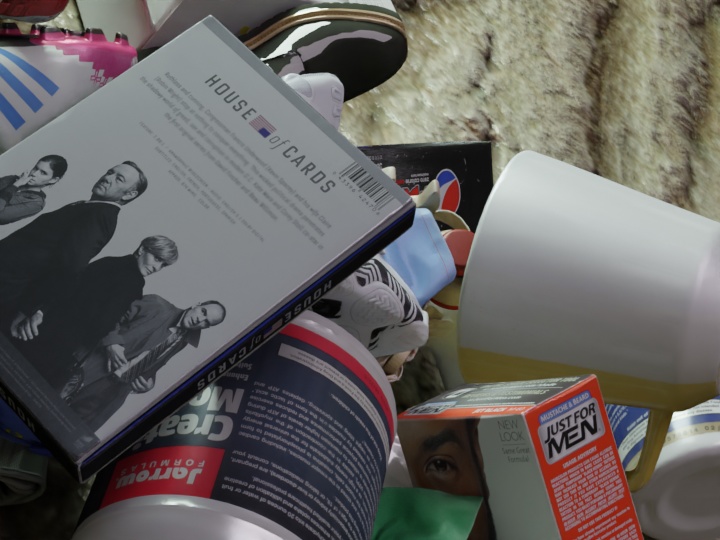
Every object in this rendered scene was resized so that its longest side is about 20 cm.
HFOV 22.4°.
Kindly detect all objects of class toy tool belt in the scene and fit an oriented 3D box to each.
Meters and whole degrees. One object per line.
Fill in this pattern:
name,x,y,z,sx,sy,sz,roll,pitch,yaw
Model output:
toy tool belt,0.000,0.000,1.066,0.199,0.123,0.126,-18,64,-21

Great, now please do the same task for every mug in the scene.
mug,0.157,0.028,1.117,0.152,0.187,0.150,14,54,19

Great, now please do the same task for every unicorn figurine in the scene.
unicorn figurine,0.065,0.046,1.196,0.137,0.074,0.201,-26,79,-46

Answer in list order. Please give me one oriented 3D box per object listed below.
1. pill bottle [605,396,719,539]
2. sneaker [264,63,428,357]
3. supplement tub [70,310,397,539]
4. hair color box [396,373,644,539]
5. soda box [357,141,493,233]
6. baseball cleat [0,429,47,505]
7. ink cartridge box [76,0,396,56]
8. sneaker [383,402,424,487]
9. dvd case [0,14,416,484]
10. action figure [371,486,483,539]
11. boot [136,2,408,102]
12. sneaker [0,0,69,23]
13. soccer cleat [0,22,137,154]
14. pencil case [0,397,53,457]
pill bottle,0.224,0.084,1.306,0.110,0.111,0.201,24,37,-30
sneaker,-0.022,-0.032,0.954,0.200,0.075,0.116,37,49,-50
supplement tub,-0.064,0.125,0.886,0.140,0.140,0.201,34,40,-17
hair color box,0.099,0.163,0.990,0.064,0.110,0.202,-21,97,-37
soda box,0.014,-0.050,1.237,0.199,0.063,0.072,-8,97,-53
baseball cleat,-0.177,0.060,0.927,0.200,0.069,0.107,-33,93,-53
ink cartridge box,-0.096,-0.188,1.229,0.199,0.125,0.129,13,44,-41
sneaker,0.068,0.130,1.109,0.199,0.074,0.116,2,55,-47
dvd case,-0.096,-0.017,0.830,0.200,0.025,0.150,-37,66,-23
action figure,-0.017,0.196,0.927,0.055,0.117,0.201,60,40,-30
boot,-0.050,-0.090,1.135,0.198,0.078,0.139,-18,41,-7
sneaker,-0.212,-0.204,1.119,0.082,0.078,0.200,27,15,-38
soccer cleat,-0.206,-0.101,1.064,0.199,0.069,0.087,-11,106,-57
pencil case,-0.127,0.006,0.900,0.077,0.087,0.201,14,46,0
